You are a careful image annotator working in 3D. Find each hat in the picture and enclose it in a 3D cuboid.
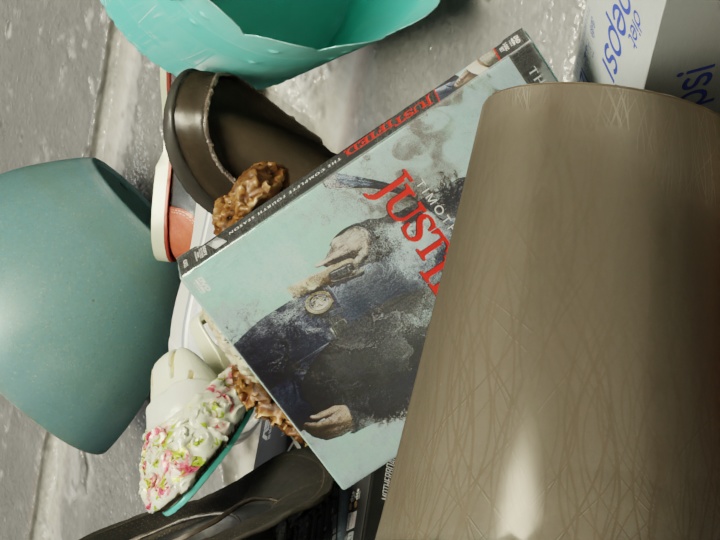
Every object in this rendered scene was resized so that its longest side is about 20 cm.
[{"bbox_3d":[-0.084,0.171,1.212,0.200,0.200,0.082,-15,100,56],"label":"hat"}]

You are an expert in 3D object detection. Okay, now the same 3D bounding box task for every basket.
[{"bbox_3d":[0.094,0.031,0.974,0.179,0.135,0.202,-5,73,47],"label":"basket"}]

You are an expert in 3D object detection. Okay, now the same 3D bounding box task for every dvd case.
[{"bbox_3d":[0.033,-0.002,1.072,0.146,0.199,0.022,54,-173,-24],"label":"dvd case"}]

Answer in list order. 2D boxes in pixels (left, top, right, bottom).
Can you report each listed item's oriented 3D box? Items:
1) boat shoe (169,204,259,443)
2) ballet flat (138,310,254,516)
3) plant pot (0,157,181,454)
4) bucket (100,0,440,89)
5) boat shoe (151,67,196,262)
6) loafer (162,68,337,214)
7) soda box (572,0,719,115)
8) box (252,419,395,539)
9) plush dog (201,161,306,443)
[{"bbox_3d":[-0.065,0.015,1.389,0.068,0.072,0.202,22,102,54],"label":"boat shoe"},{"bbox_3d":[-0.082,0.059,1.282,0.064,0.200,0.075,47,133,-8],"label":"ballet flat"},{"bbox_3d":[-0.194,0.004,1.506,0.135,0.200,0.200,-44,49,6],"label":"plant pot"},{"bbox_3d":[-0.052,-0.201,1.243,0.135,0.206,0.209,-20,76,61],"label":"bucket"},{"bbox_3d":[-0.094,-0.101,1.435,0.062,0.071,0.202,6,97,13],"label":"boat shoe"},{"bbox_3d":[-0.030,-0.050,1.258,0.071,0.200,0.074,-13,52,38],"label":"loafer"},{"bbox_3d":[0.146,-0.126,0.995,0.200,0.068,0.064,94,157,-62],"label":"soda box"},{"bbox_3d":[-0.012,0.131,1.272,0.158,0.049,0.202,-35,38,52],"label":"box"},{"bbox_3d":[0.000,0.000,1.172,0.161,0.170,0.202,-109,9,-60],"label":"plush dog"}]
